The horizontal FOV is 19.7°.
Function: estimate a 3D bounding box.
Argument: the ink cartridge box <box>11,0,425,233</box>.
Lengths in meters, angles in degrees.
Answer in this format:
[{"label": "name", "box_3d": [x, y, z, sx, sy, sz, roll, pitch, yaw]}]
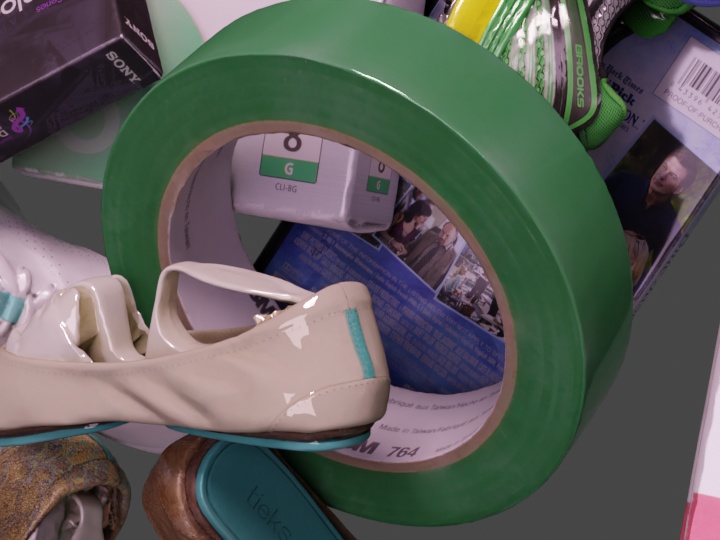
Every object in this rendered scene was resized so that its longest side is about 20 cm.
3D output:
[{"label": "ink cartridge box", "box_3d": [-0.051, -0.126, 0.836, 0.160, 0.050, 0.202, 10, 94, 27]}]

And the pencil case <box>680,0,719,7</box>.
[{"label": "pencil case", "box_3d": [0.069, -0.172, 0.693, 0.078, 0.087, 0.200, -49, 56, 8]}]

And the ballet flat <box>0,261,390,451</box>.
[{"label": "ballet flat", "box_3d": [-0.076, 0.029, 0.762, 0.199, 0.069, 0.070, -3, 88, 32]}]

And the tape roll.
[{"label": "tape roll", "box_3d": [0.000, 0.000, 0.759, 0.199, 0.048, 0.202, 18, 129, 23]}]

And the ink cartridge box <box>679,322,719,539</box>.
[{"label": "ink cartridge box", "box_3d": [0.171, 0.027, 0.720, 0.083, 0.145, 0.202, 10, 92, 17]}]

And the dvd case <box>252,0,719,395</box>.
[{"label": "dvd case", "box_3d": [0.058, -0.032, 0.825, 0.142, 0.018, 0.201, 36, 100, 16]}]

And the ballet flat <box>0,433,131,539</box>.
[{"label": "ballet flat", "box_3d": [-0.146, 0.161, 0.856, 0.070, 0.071, 0.201, 21, 92, 17]}]

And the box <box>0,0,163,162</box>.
[{"label": "box", "box_3d": [-0.162, -0.128, 0.845, 0.142, 0.036, 0.201, -27, 55, 15]}]

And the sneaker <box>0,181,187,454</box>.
[{"label": "sneaker", "box_3d": [-0.139, 0.014, 0.850, 0.199, 0.088, 0.076, 31, 96, 16]}]

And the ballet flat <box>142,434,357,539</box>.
[{"label": "ballet flat", "box_3d": [-0.016, 0.141, 0.809, 0.200, 0.068, 0.072, 47, 148, -16]}]

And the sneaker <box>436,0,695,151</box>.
[{"label": "sneaker", "box_3d": [0.094, -0.133, 0.778, 0.085, 0.078, 0.201, 22, 79, 4]}]
